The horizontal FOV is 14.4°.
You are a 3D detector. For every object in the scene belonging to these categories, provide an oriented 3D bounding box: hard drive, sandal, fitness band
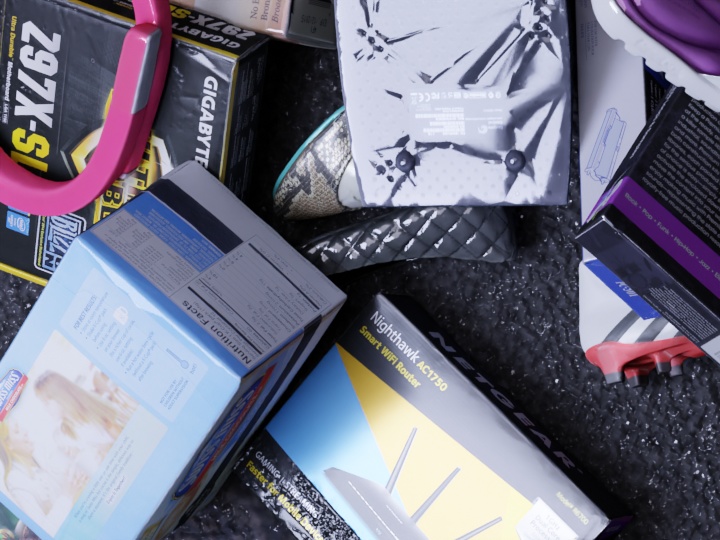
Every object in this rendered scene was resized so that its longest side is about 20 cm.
[{"bbox_3d":[0.055,-0.136,1.588,0.135,0.042,0.200,0,103,20],"label":"hard drive"},{"bbox_3d":[0.216,-0.118,1.540,0.050,0.203,0.082,-39,37,52],"label":"sandal"},{"bbox_3d":[-0.185,-0.128,1.695,0.144,0.037,0.200,28,121,16],"label":"fitness band"}]

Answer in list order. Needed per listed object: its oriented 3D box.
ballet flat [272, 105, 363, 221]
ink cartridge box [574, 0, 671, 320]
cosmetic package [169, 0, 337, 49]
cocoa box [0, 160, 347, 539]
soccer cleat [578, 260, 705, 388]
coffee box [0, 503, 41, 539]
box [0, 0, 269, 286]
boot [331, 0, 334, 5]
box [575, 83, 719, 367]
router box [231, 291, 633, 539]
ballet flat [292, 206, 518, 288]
[{"bbox_3d":[0.028,-0.092,1.714,0.200,0.068,0.075,-50,60,10],"label":"ballet flat"},{"bbox_3d":[0.159,-0.083,1.614,0.044,0.094,0.200,-11,64,24],"label":"ink cartridge box"},{"bbox_3d":[-0.111,-0.202,1.767,0.200,0.087,0.103,10,93,23],"label":"cosmetic package"},{"bbox_3d":[-0.128,0.062,1.695,0.133,0.131,0.200,41,126,8],"label":"cocoa box"},{"bbox_3d":[0.216,0.007,1.636,0.200,0.069,0.085,-16,78,23],"label":"soccer cleat"},{"bbox_3d":[-0.275,0.179,1.801,0.200,0.044,0.123,-19,80,-5],"label":"coffee box"},{"bbox_3d":[-0.146,-0.073,1.750,0.160,0.049,0.200,21,122,19],"label":"box"},{"bbox_3d":[0.026,-0.166,1.664,0.075,0.074,0.200,-34,90,-8],"label":"boot"},{"bbox_3d":[0.216,-0.043,1.558,0.143,0.200,0.036,41,145,-8],"label":"box"},{"bbox_3d":[0.041,0.133,1.708,0.200,0.051,0.149,44,105,18],"label":"router box"},{"bbox_3d":[0.000,0.000,1.725,0.200,0.066,0.057,-22,85,21],"label":"ballet flat"}]
